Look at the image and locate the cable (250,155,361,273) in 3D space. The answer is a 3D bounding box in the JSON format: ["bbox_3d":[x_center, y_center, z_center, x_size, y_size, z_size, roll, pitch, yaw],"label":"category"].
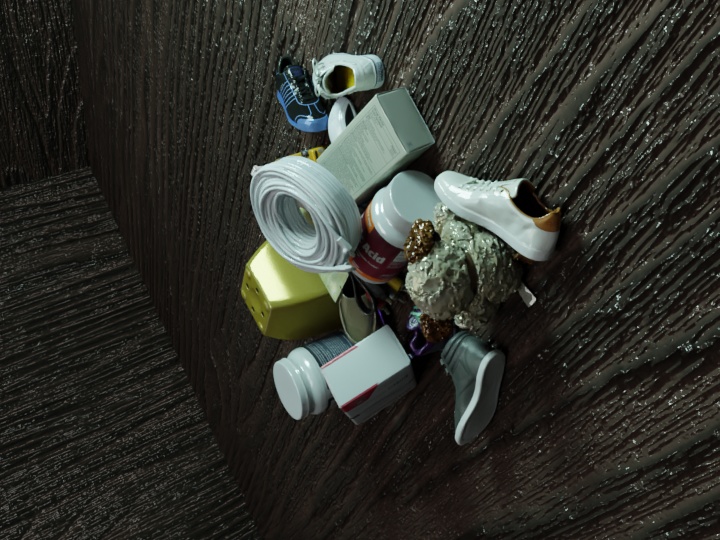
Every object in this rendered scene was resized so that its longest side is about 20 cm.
[{"bbox_3d":[-0.089,-0.089,1.059,0.197,0.069,0.203,-6,118,49],"label":"cable"}]

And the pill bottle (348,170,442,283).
[{"bbox_3d":[0.054,-0.068,1.071,0.116,0.112,0.200,62,150,14],"label":"pill bottle"}]

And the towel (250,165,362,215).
[{"bbox_3d":[-0.083,-0.129,1.212,0.189,0.198,0.033,22,83,47],"label":"towel"}]

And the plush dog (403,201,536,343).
[{"bbox_3d":[0.138,0.006,0.906,0.159,0.169,0.205,5,112,60],"label":"plush dog"}]

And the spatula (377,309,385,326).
[{"bbox_3d":[0.039,0.031,1.251,0.057,0.020,0.205,-115,21,-66],"label":"spatula"}]

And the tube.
[{"bbox_3d":[-0.081,-0.037,1.287,0.202,0.051,0.058,57,179,32],"label":"tube"}]

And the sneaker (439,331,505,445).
[{"bbox_3d":[0.172,0.187,1.076,0.099,0.069,0.204,43,136,43],"label":"sneaker"}]

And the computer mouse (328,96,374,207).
[{"bbox_3d":[-0.024,-0.210,1.193,0.109,0.043,0.205,0,107,61],"label":"computer mouse"}]

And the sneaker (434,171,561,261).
[{"bbox_3d":[0.185,-0.100,0.875,0.199,0.072,0.086,36,134,30],"label":"sneaker"}]

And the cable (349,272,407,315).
[{"bbox_3d":[0.000,0.000,1.202,0.201,0.050,0.097,48,119,2],"label":"cable"}]

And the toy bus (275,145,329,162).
[{"bbox_3d":[-0.106,-0.204,1.303,0.198,0.077,0.067,3,110,60],"label":"toy bus"}]

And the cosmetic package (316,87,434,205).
[{"bbox_3d":[0.019,-0.192,1.061,0.199,0.072,0.105,-33,84,51],"label":"cosmetic package"}]

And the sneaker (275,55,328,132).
[{"bbox_3d":[-0.115,-0.334,1.234,0.201,0.069,0.079,53,152,43],"label":"sneaker"}]

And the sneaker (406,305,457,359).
[{"bbox_3d":[0.116,0.056,1.065,0.074,0.086,0.205,33,135,47],"label":"sneaker"}]

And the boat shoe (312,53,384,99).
[{"bbox_3d":[-0.047,-0.325,1.117,0.200,0.085,0.077,23,128,53],"label":"boat shoe"}]

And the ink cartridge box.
[{"bbox_3d":[0.020,0.195,1.192,0.084,0.143,0.201,56,175,21],"label":"ink cartridge box"}]

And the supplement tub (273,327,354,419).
[{"bbox_3d":[-0.069,0.212,1.372,0.140,0.197,0.143,37,137,44],"label":"supplement tub"}]

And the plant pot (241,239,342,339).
[{"bbox_3d":[-0.140,0.031,1.386,0.196,0.197,0.197,56,149,22],"label":"plant pot"}]

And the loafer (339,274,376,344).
[{"bbox_3d":[-0.010,0.054,1.272,0.068,0.073,0.206,-85,-12,-77],"label":"loafer"}]
